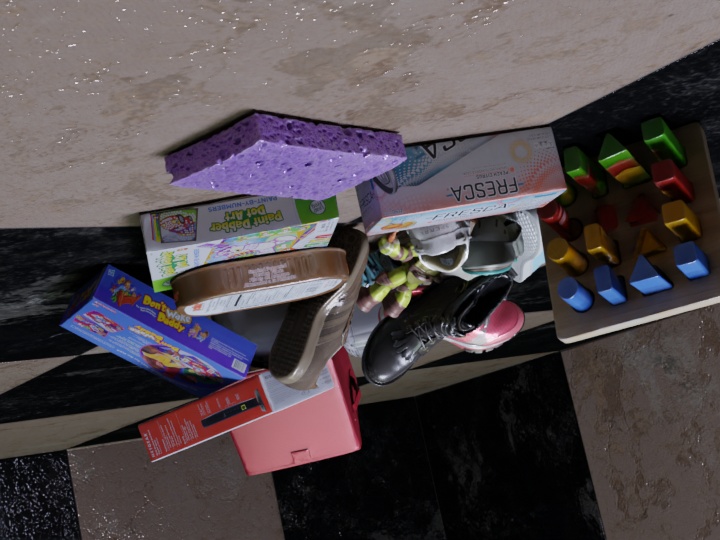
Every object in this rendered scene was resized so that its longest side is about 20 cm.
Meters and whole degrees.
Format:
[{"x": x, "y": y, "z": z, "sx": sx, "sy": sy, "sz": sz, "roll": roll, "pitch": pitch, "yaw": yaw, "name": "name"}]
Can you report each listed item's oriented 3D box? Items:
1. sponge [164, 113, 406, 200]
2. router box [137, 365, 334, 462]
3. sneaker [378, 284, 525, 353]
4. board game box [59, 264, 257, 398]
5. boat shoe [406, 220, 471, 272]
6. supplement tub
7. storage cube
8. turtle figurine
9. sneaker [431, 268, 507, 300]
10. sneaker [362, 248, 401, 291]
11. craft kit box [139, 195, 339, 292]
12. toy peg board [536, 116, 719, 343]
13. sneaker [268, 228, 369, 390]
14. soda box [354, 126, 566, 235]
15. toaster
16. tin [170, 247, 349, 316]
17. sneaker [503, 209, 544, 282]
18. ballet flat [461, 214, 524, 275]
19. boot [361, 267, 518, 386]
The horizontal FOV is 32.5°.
[{"x": -0.061, "y": -0.097, "z": 1.083, "sx": 0.111, "sy": 0.030, "sz": 0.199, "roll": -21, "pitch": 166, "yaw": 37, "name": "sponge"}, {"x": -0.150, "y": 0.167, "z": 1.534, "sx": 0.178, "sy": 0.049, "sz": 0.200, "roll": -23, "pitch": 176, "yaw": 19, "name": "router box"}, {"x": 0.125, "y": 0.059, "z": 1.646, "sx": 0.198, "sy": 0.074, "sz": 0.087, "roll": 2, "pitch": 154, "yaw": -3, "name": "sneaker"}, {"x": -0.238, "y": 0.076, "z": 1.448, "sx": 0.199, "sy": 0.045, "sz": 0.134, "roll": 30, "pitch": 152, "yaw": -20, "name": "board game box"}, {"x": 0.085, "y": -0.030, "z": 1.332, "sx": 0.070, "sy": 0.070, "sz": 0.200, "roll": -17, "pitch": 173, "yaw": 10, "name": "boat shoe"}, {"x": -0.121, "y": 0.060, "z": 1.574, "sx": 0.121, "sy": 0.124, "sz": 0.200, "roll": -12, "pitch": 169, "yaw": -2, "name": "supplement tub"}, {"x": -0.108, "y": 0.157, "z": 1.776, "sx": 0.198, "sy": 0.181, "sz": 0.172, "roll": -13, "pitch": -146, "yaw": 5, "name": "storage cube"}, {"x": 0.075, "y": -0.006, "z": 1.501, "sx": 0.161, "sy": 0.065, "sz": 0.199, "roll": -44, "pitch": 158, "yaw": 30, "name": "turtle figurine"}, {"x": 0.144, "y": -0.011, "z": 1.697, "sx": 0.074, "sy": 0.085, "sz": 0.200, "roll": -7, "pitch": 149, "yaw": 27, "name": "sneaker"}, {"x": 0.000, "y": 0.000, "z": 1.580, "sx": 0.086, "sy": 0.078, "sz": 0.199, "roll": -26, "pitch": 173, "yaw": 30, "name": "sneaker"}, {"x": -0.130, "y": -0.033, "z": 1.305, "sx": 0.195, "sy": 0.049, "sz": 0.200, "roll": -8, "pitch": 169, "yaw": -8, "name": "craft kit box"}, {"x": 0.272, "y": -0.052, "z": 1.310, "sx": 0.199, "sy": 0.201, "sz": 0.098, "roll": -18, "pitch": 153, "yaw": 28, "name": "toy peg board"}, {"x": -0.041, "y": 0.047, "z": 1.465, "sx": 0.070, "sy": 0.201, "sz": 0.075, "roll": 25, "pitch": 173, "yaw": 36, "name": "sneaker"}, {"x": 0.097, "y": -0.088, "z": 1.209, "sx": 0.198, "sy": 0.069, "sz": 0.064, "roll": -10, "pitch": 169, "yaw": -18, "name": "soda box"}, {"x": 0.035, "y": 0.064, "z": 1.794, "sx": 0.128, "sy": 0.115, "sz": 0.200, "roll": -14, "pitch": 173, "yaw": 4, "name": "toaster"}, {"x": -0.108, "y": 0.013, "z": 1.362, "sx": 0.198, "sy": 0.042, "sz": 0.112, "roll": -10, "pitch": 165, "yaw": -15, "name": "tin"}, {"x": 0.223, "y": -0.055, "z": 1.590, "sx": 0.082, "sy": 0.074, "sz": 0.200, "roll": -41, "pitch": 169, "yaw": -13, "name": "sneaker"}, {"x": 0.151, "y": -0.034, "z": 1.440, "sx": 0.067, "sy": 0.064, "sz": 0.200, "roll": -2, "pitch": -176, "yaw": 14, "name": "ballet flat"}, {"x": 0.092, "y": 0.066, "z": 1.513, "sx": 0.200, "sy": 0.069, "sz": 0.174, "roll": -46, "pitch": -170, "yaw": -10, "name": "boot"}]
